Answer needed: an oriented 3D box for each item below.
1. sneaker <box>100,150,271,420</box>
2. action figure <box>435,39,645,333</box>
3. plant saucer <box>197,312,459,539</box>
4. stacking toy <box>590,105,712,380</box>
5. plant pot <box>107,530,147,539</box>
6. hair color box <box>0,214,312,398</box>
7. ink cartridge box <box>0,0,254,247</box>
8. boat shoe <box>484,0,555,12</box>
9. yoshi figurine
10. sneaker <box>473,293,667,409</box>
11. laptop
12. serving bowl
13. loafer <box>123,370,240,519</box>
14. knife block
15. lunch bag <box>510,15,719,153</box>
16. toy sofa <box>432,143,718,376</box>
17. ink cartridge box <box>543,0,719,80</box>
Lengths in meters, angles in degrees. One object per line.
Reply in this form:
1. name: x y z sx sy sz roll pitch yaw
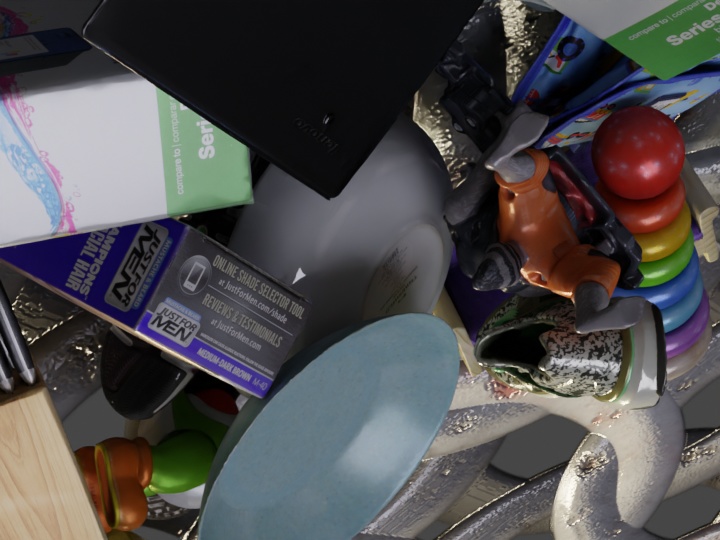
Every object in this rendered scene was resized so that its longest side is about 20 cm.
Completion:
1. sneaker: -0.072 0.009 1.067 0.115 0.076 0.200 19 102 -53
2. action figure: 0.074 -0.041 0.964 0.105 0.200 0.193 -42 -176 -4
3. plant saucer: -0.026 0.097 1.007 0.201 0.039 0.201 -35 147 -26
4. stacking toy: 0.174 -0.022 1.062 0.085 0.086 0.200 -19 139 -7
5. plant pot: -0.178 0.306 1.286 0.176 0.200 0.200 -45 155 -4
6. hair color box: -0.134 -0.006 0.946 0.109 0.200 0.065 34 81 -48
7. ink cartridge box: -0.169 -0.082 0.870 0.199 0.145 0.088 -12 122 -15
8. boat shoe: 0.040 -0.162 0.963 0.199 0.073 0.062 -12 138 -24
9. yoshi figurine: -0.077 0.135 1.113 0.199 0.112 0.112 -12 134 -29
10. sneaker: 0.103 0.040 1.044 0.088 0.077 0.200 6 176 -21
11. laptop: -0.033 -0.174 0.832 0.116 0.201 0.187 -24 146 27
12. serving bowl: 0.000 0.000 1.054 0.200 0.066 0.201 -37 139 -40
13. loafer: -0.119 0.070 1.155 0.075 0.068 0.201 7 116 -37
14. knife block: -0.193 0.089 0.988 0.199 0.064 0.176 23 99 -24
15. lunch bag: 0.178 -0.139 1.043 0.150 0.094 0.200 -17 159 -44
16. toy sofa: 0.135 -0.021 1.171 0.199 0.083 0.098 -25 144 1
17. ink cartridge box: 0.109 -0.206 0.828 0.200 0.147 0.083 26 147 -32
